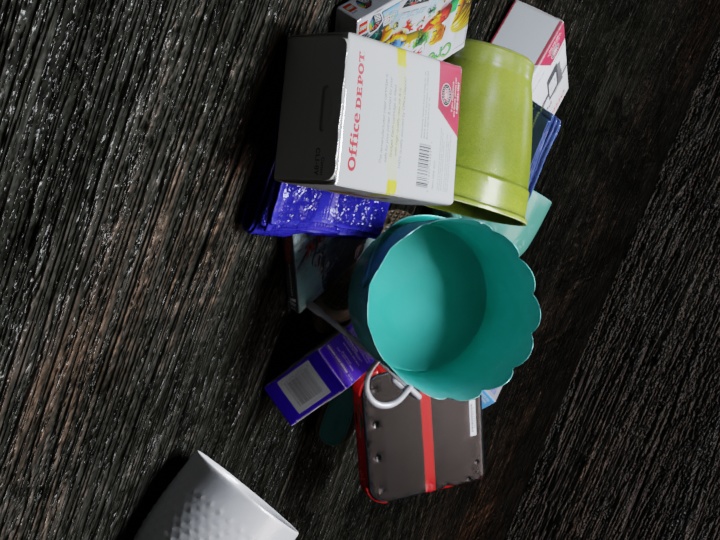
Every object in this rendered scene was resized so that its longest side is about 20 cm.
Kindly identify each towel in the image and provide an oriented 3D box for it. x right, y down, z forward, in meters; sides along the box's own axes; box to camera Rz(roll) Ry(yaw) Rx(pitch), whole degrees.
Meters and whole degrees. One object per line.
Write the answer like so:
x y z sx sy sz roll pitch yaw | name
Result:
-0.027 -0.100 1.475 0.199 0.049 0.149 1 115 -52 | towel
0.173 -0.172 1.798 0.024 0.200 0.146 3 118 -35 | towel

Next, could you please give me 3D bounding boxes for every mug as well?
-0.161 0.327 1.544 0.176 0.147 0.200 -52 125 -7 | mug
0.163 -0.088 1.961 0.115 0.183 0.152 -62 -159 5 | mug

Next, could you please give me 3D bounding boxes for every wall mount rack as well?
0.043 0.054 1.658 0.174 0.074 0.201 43 81 -27 | wall mount rack

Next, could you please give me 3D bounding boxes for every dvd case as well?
-0.033 -0.055 1.600 0.146 0.022 0.201 -42 153 -26 | dvd case

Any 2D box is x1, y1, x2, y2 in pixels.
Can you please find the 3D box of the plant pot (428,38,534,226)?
0.129 -0.173 1.697 0.200 0.198 0.196 17 88 -71 | plant pot

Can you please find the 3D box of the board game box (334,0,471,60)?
0.047 -0.261 1.511 0.199 0.034 0.127 -36 148 -34 | board game box

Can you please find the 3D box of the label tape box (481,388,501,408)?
0.134 0.112 1.900 0.144 0.063 0.201 46 55 -24 | label tape box

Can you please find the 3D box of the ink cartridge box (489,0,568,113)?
0.225 -0.260 1.977 0.146 0.083 0.200 -60 161 -12 | ink cartridge box

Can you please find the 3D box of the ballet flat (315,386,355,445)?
-0.007 0.144 1.916 0.072 0.067 0.202 -72 -179 -72 | ballet flat

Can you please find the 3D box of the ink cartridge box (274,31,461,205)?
0.011 -0.148 1.401 0.199 0.083 0.148 7 88 -52 | ink cartridge box

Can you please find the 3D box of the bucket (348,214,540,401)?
0.086 0.035 1.561 0.209 0.205 0.135 -63 -163 -3 | bucket

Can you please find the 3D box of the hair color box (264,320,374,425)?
-0.021 0.106 1.747 0.109 0.065 0.200 -36 -178 36 | hair color box

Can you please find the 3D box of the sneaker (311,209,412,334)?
0.000 0.000 1.760 0.200 0.070 0.076 -44 170 -34 | sneaker

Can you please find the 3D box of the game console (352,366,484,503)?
0.079 0.206 1.861 0.174 0.031 0.203 -12 114 -17 | game console
